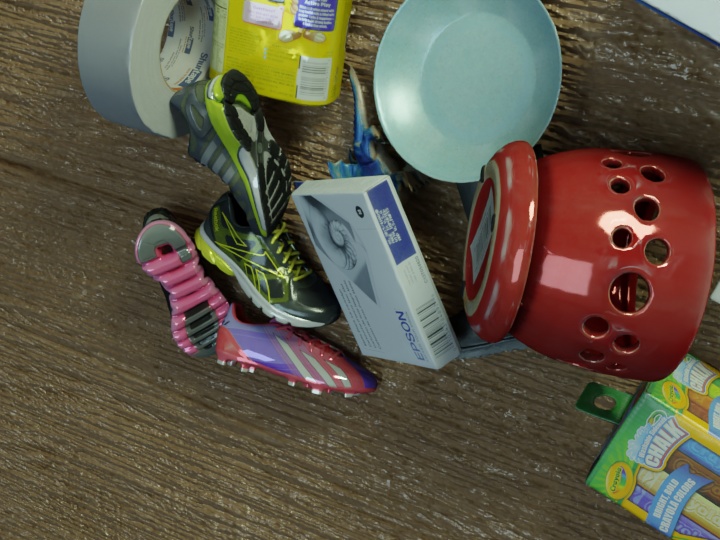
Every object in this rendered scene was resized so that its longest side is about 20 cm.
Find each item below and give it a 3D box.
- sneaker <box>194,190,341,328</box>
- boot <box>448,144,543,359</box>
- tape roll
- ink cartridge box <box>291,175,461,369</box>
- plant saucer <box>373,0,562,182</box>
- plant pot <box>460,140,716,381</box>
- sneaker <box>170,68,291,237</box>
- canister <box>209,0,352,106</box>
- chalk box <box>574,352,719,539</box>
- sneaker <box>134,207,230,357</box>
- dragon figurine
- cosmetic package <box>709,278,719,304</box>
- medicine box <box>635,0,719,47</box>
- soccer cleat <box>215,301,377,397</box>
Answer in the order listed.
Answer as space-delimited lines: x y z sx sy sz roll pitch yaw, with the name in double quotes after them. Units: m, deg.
-0.100 -0.013 1.242 0.199 0.074 0.085 35 123 13 "sneaker"
0.124 -0.018 1.123 0.164 0.066 0.201 -11 107 23 "boot"
-0.199 -0.240 1.132 0.066 0.200 0.202 17 117 21 "tape roll"
0.000 0.000 1.149 0.199 0.040 0.201 4 122 59 "ink cartridge box"
0.106 -0.185 1.066 0.200 0.039 0.203 1 92 33 "plant saucer"
0.190 -0.011 0.976 0.181 0.201 0.202 7 116 -6 "plant pot"
-0.132 -0.120 1.159 0.080 0.074 0.201 5 132 28 "sneaker"
-0.077 -0.279 1.113 0.147 0.087 0.201 15 118 11 "canister"
0.304 0.164 1.062 0.199 0.125 0.125 33 122 12 "chalk box"
-0.210 0.011 1.322 0.078 0.096 0.201 -21 122 -6 "sneaker"
0.006 -0.105 1.158 0.099 0.059 0.201 -29 95 33 "dragon figurine"
0.397 -0.044 0.961 0.101 0.071 0.201 29 120 15 "cosmetic package"
0.298 -0.243 0.859 0.181 0.200 0.103 33 121 14 "medicine box"
-0.073 0.094 1.277 0.198 0.067 0.077 13 89 15 "soccer cleat"
